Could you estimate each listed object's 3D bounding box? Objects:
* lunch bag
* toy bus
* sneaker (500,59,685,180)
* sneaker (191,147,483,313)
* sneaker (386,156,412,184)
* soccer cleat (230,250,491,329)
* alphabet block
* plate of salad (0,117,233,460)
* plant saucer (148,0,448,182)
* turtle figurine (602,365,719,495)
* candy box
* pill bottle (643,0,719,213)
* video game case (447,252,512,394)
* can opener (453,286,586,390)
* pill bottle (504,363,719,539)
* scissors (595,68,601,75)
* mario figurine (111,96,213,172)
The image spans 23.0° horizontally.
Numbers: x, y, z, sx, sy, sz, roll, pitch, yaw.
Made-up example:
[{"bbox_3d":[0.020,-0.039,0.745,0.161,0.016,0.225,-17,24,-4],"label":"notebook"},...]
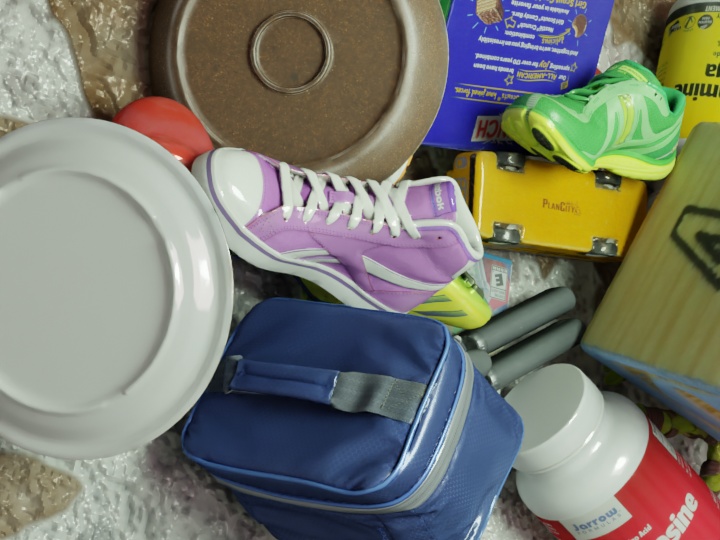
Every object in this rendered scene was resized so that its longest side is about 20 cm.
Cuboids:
[{"bbox_3d":[-0.014,0.096,1.130,0.132,0.200,0.136,53,53,-43],"label":"lunch bag"},{"bbox_3d":[0.136,-0.046,1.326,0.200,0.078,0.065,6,86,-41],"label":"toy bus"},{"bbox_3d":[0.169,-0.114,1.272,0.200,0.074,0.084,0,114,-54],"label":"sneaker"},{"bbox_3d":[-0.004,-0.042,1.102,0.200,0.114,0.073,25,47,-41],"label":"sneaker"},{"bbox_3d":[-0.016,-0.146,1.198,0.092,0.076,0.200,2,81,-27],"label":"sneaker"},{"bbox_3d":[-0.001,0.000,1.226,0.200,0.065,0.084,28,98,-23],"label":"soccer cleat"},{"bbox_3d":[0.317,0.027,1.294,0.195,0.196,0.200,33,83,-28],"label":"alphabet block"},{"bbox_3d":[-0.166,0.011,1.040,0.048,0.200,0.200,-7,89,-74],"label":"plate of salad"},{"bbox_3d":[-0.043,-0.140,1.148,0.200,0.034,0.201,0,92,5],"label":"plant saucer"},{"bbox_3d":[0.270,0.123,1.431,0.161,0.064,0.200,15,76,-37],"label":"turtle figurine"},{"bbox_3d":[0.100,-0.189,1.275,0.169,0.077,0.200,2,107,-43],"label":"candy box"},{"bbox_3d":[0.290,-0.119,1.443,0.112,0.112,0.200,25,70,-34],"label":"pill bottle"},{"bbox_3d":[0.046,0.076,1.288,0.143,0.018,0.200,15,76,-37],"label":"video game case"},{"bbox_3d":[0.098,0.064,1.282,0.200,0.066,0.053,-25,99,-43],"label":"can opener"},{"bbox_3d":[0.189,0.164,1.329,0.200,0.112,0.112,46,59,-27],"label":"pill bottle"},{"bbox_3d":[0.169,-0.192,1.422,0.073,0.014,0.200,-5,87,-36],"label":"scissors"},{"bbox_3d":[-0.150,-0.013,1.121,0.123,0.106,0.200,29,75,-69],"label":"mario figurine"}]
